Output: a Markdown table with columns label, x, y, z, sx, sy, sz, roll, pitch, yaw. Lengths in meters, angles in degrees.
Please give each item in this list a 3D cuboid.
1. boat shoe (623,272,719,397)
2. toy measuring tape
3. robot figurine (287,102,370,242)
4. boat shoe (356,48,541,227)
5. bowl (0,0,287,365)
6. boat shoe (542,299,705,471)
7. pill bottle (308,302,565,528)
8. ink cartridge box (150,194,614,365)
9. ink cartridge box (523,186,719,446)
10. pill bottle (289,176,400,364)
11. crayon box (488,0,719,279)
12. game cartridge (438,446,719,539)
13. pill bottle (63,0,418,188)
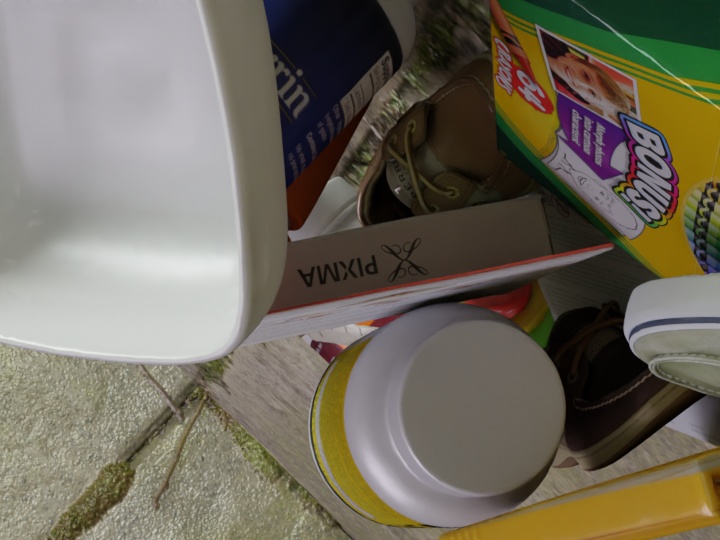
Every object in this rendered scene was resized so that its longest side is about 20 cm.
| label | x | y | z | sx | sy | sz | roll | pitch | yaw |
| --- | --- | --- | --- | --- | --- | --- | --- | --- | --- |
| boat shoe | 0.198 | 0.048 | 0.808 | 0.198 | 0.062 | 0.072 | 10 | 160 | 19 |
| toy measuring tape | 0.053 | 0.018 | 1.265 | 0.198 | 0.074 | 0.074 | 6 | 152 | 21 |
| robot figurine | -0.065 | -0.077 | 1.096 | 0.143 | 0.201 | 0.117 | 18 | 165 | 42 |
| boat shoe | 0.045 | -0.055 | 1.079 | 0.074 | 0.066 | 0.200 | 60 | 162 | 9 |
| bowl | -0.112 | -0.069 | 0.820 | 0.198 | 0.075 | 0.202 | 7 | 114 | 32 |
| boat shoe | 0.120 | 0.054 | 1.050 | 0.072 | 0.072 | 0.200 | 56 | 169 | 1 |
| pill bottle | 0.040 | 0.075 | 1.044 | 0.111 | 0.111 | 0.200 | 44 | 168 | -1 |
| ink cartridge box | 0.000 | 0.000 | 0.983 | 0.174 | 0.198 | 0.044 | 145 | 113 | -74 |
| ink cartridge box | 0.141 | -0.011 | 1.075 | 0.160 | 0.047 | 0.201 | 21 | 137 | 63 |
| pill bottle | 0.030 | 0.035 | 1.378 | 0.200 | 0.113 | 0.113 | 42 | 168 | 7 |
| crayon box | 0.135 | -0.058 | 0.852 | 0.172 | 0.058 | 0.200 | 40 | 168 | 18 |
| game cartridge | 0.154 | 0.099 | 0.933 | 0.200 | 0.175 | 0.033 | -29 | 75 | 54 |
| pill bottle | -0.047 | -0.108 | 0.946 | 0.116 | 0.200 | 0.116 | 40 | 167 | 11 |
